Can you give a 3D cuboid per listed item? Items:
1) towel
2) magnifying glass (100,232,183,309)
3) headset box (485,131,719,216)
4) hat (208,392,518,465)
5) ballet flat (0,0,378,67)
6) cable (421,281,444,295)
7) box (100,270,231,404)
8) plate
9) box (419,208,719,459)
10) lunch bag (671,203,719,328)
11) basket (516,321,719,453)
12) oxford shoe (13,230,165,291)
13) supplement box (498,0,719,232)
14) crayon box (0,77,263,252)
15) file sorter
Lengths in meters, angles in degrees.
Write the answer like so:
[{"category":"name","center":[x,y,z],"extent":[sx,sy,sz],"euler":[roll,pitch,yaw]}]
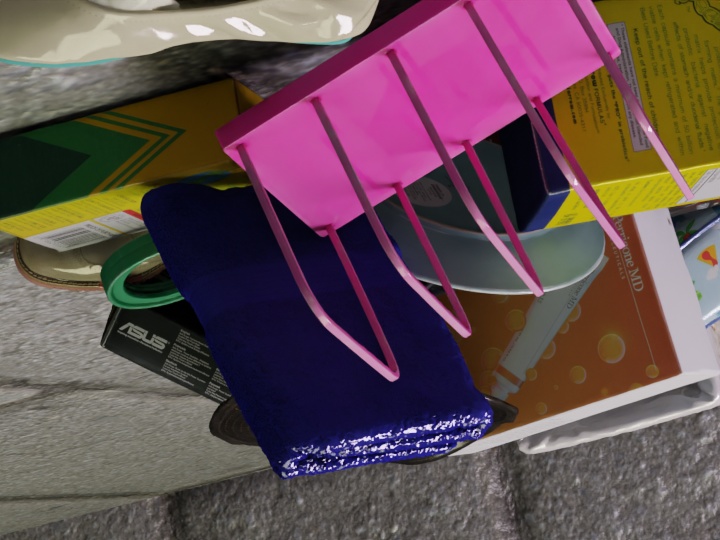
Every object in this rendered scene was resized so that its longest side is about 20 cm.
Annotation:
[{"category":"towel","center":[-0.028,0.029,1.151],"extent":[0.147,0.200,0.050],"euler":[-8,141,-32]},{"category":"magnifying glass","center":[-0.071,-0.020,1.315],"extent":[0.199,0.022,0.080],"euler":[-20,156,-8]},{"category":"headset box","center":[0.163,-0.071,1.438],"extent":[0.199,0.078,0.149],"euler":[-15,170,12]},{"category":"hat","center":[0.001,0.066,1.324],"extent":[0.199,0.081,0.201],"euler":[-2,158,-1]},{"category":"ballet flat","center":[-0.078,-0.133,0.894],"extent":[0.199,0.070,0.069],"euler":[-9,170,-27]},{"category":"cable","center":[0.000,0.000,1.325],"extent":[0.199,0.051,0.163],"euler":[-14,165,23]},{"category":"box","center":[-0.090,0.060,1.495],"extent":[0.199,0.048,0.193],"euler":[27,-174,-7]},{"category":"plate","center":[0.061,-0.048,1.291],"extent":[0.199,0.200,0.026],"euler":[-5,125,-31]},{"category":"box","center":[0.128,0.043,1.408],"extent":[0.199,0.125,0.097],"euler":[-21,170,23]},{"category":"lunch bag","center":[0.232,-0.008,1.567],"extent":[0.200,0.083,0.161],"euler":[-38,-160,6]},{"category":"basket","center":[0.233,0.043,1.821],"extent":[0.199,0.199,0.161],"euler":[-17,173,27]},{"category":"oxford shoe","center":[-0.130,-0.041,1.329],"extent":[0.199,0.071,0.074],"euler":[-17,158,-13]},{"category":"supplement box","center":[0.186,-0.101,1.207],"extent":[0.199,0.110,0.109],"euler":[-10,170,-6]},{"category":"crayon box","center":[-0.116,-0.065,1.226],"extent":[0.199,0.051,0.127],"euler":[-13,170,11]},{"category":"file sorter","center":[0.056,-0.052,1.062],"extent":[0.199,0.126,0.139],"euler":[-31,153,9]}]
